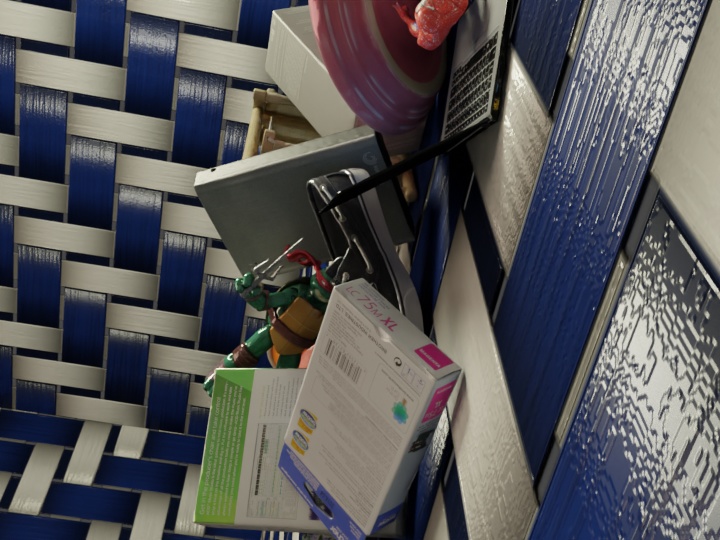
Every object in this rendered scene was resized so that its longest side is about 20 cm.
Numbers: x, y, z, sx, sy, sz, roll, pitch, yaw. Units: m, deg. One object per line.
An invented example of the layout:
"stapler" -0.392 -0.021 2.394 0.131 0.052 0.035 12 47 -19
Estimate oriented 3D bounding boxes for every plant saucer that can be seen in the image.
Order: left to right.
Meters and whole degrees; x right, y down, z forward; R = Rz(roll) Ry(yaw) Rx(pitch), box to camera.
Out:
"plant saucer" 0.027 -0.236 0.912 0.050 0.199 0.205 -13 59 35

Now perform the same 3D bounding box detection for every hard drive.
"hard drive" -0.054 -0.067 0.974 0.033 0.196 0.141 -89 -20 -47

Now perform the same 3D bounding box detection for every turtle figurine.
"turtle figurine" -0.067 0.063 0.935 0.201 0.149 0.101 -53 1 24

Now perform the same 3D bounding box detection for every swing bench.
"swing bench" -0.040 -0.123 1.106 0.131 0.194 0.203 106 170 -45

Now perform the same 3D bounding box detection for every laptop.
"laptop" 0.041 -0.145 0.780 0.187 0.113 0.205 173 105 -83

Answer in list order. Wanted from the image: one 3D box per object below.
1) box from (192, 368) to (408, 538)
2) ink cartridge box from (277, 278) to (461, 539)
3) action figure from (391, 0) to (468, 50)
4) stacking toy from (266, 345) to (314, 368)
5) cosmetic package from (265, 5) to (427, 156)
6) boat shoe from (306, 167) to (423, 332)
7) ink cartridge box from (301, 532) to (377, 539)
"box" -0.050 0.162 0.854 0.036 0.195 0.148 52 -140 -61
"ink cartridge box" 0.000 0.123 0.764 0.119 0.041 0.203 41 125 31
"action figure" 0.066 -0.238 0.825 0.066 0.051 0.201 -47 15 24
"stacking toy" -0.012 0.131 1.007 0.202 0.143 0.148 -114 29 -42
"cosmetic package" -0.016 -0.215 1.057 0.201 0.105 0.091 55 146 33
"boat shoe" 0.000 0.000 0.877 0.072 0.066 0.204 -43 62 61
"ink cartridge box" -0.028 0.311 0.904 0.109 0.049 0.205 -8 -71 -71
